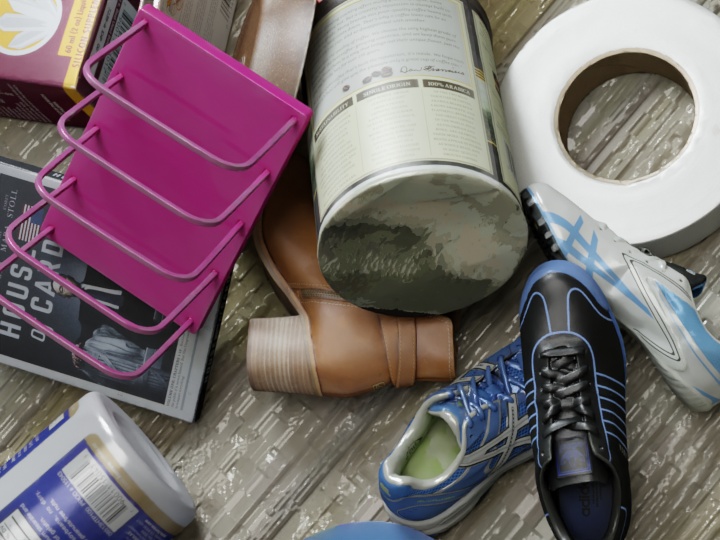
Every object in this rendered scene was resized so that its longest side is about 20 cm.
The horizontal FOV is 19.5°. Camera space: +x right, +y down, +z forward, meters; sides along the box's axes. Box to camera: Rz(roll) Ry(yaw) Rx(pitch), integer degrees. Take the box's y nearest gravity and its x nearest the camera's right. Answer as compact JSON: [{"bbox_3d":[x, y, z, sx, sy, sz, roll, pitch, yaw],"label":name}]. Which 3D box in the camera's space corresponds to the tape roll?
[{"bbox_3d":[0.196,-0.105,1.521,0.201,0.037,0.204,-6,68,15],"label":"tape roll"}]

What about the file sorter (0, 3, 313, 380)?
[{"bbox_3d":[-0.151,-0.047,1.430,0.138,0.125,0.201,33,120,5],"label":"file sorter"}]

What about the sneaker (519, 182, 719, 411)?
[{"bbox_3d":[0.189,0.008,1.447,0.072,0.072,0.200,-44,80,-3],"label":"sneaker"}]

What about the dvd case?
[{"bbox_3d":[-0.197,0.013,1.553,0.199,0.025,0.151,16,104,10],"label":"dvd case"}]

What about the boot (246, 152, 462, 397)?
[{"bbox_3d":[0.000,0.000,1.533,0.153,0.074,0.202,-3,68,9],"label":"boot"}]

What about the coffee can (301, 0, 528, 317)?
[{"bbox_3d":[0.033,-0.090,1.477,0.145,0.147,0.201,-17,48,11],"label":"coffee can"}]

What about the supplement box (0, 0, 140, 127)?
[{"bbox_3d":[-0.282,-0.188,1.682,0.199,0.086,0.111,9,73,21],"label":"supplement box"}]

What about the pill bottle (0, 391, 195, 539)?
[{"bbox_3d":[-0.227,0.193,1.496,0.200,0.120,0.120,-40,63,0],"label":"pill bottle"}]

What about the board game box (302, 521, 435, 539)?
[{"bbox_3d":[-0.001,0.274,1.438,0.157,0.039,0.201,1,66,24],"label":"board game box"}]

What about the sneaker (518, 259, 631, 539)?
[{"bbox_3d":[0.144,0.095,1.392,0.070,0.078,0.202,-11,95,13],"label":"sneaker"}]

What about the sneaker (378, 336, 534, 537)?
[{"bbox_3d":[0.092,0.102,1.452,0.200,0.077,0.076,-46,61,-6],"label":"sneaker"}]

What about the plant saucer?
[{"bbox_3d":[-0.076,-0.133,1.535,0.036,0.200,0.202,14,71,-11],"label":"plant saucer"}]

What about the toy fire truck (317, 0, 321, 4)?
[{"bbox_3d":[0.013,-0.253,1.632,0.141,0.049,0.200,-35,64,1],"label":"toy fire truck"}]

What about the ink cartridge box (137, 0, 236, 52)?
[{"bbox_3d":[-0.148,-0.191,1.589,0.044,0.176,0.201,6,71,17],"label":"ink cartridge box"}]
